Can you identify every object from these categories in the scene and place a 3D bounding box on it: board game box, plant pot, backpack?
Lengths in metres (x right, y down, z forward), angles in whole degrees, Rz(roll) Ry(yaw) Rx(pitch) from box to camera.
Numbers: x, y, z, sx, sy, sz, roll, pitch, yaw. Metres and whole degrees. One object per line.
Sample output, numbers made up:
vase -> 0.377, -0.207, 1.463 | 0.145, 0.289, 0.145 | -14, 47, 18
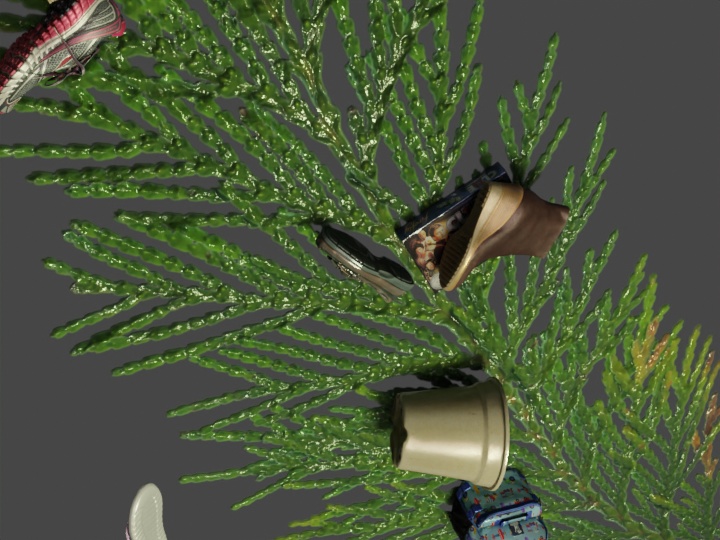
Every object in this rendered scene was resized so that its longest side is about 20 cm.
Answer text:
board game box -> 0.171, -0.066, 1.496 | 0.199, 0.035, 0.136 | -34, 128, 5
plant pot -> 0.151, 0.288, 1.655 | 0.180, 0.202, 0.203 | 4, 123, -8
backpack -> 0.289, 0.521, 1.844 | 0.180, 0.201, 0.136 | -5, 125, -16

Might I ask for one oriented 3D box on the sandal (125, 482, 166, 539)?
sandal -> -0.389, 0.454, 1.637 | 0.049, 0.083, 0.205 | 17, 129, 20

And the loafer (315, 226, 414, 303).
loafer -> 0.000, 0.000, 1.459 | 0.199, 0.072, 0.063 | 28, 117, -35

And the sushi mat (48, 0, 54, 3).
sushi mat -> -0.364, -0.412, 1.040 | 0.095, 0.012, 0.202 | -29, 114, -1

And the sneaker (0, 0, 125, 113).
sneaker -> -0.375, -0.261, 1.128 | 0.199, 0.081, 0.075 | -40, 130, 9

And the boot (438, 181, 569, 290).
boot -> 0.229, -0.038, 1.468 | 0.164, 0.073, 0.202 | 16, 113, -27
